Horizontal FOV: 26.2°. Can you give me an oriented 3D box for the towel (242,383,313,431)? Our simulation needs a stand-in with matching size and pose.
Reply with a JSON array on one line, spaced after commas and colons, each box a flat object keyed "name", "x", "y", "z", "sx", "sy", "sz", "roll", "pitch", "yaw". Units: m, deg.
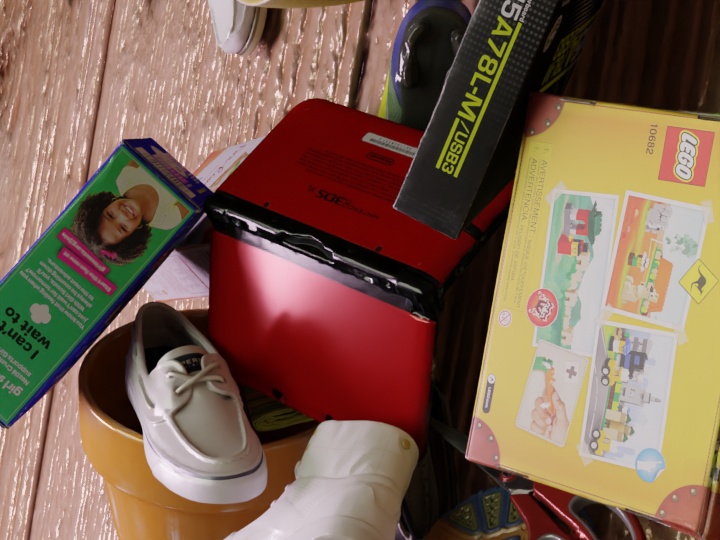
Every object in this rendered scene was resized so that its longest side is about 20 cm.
[{"name": "towel", "x": -0.053, "y": 0.050, "z": 1.144, "sx": 0.200, "sy": 0.085, "sz": 0.018, "roll": -114, "pitch": 13, "yaw": -60}]

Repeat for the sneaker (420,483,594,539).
[{"name": "sneaker", "x": 0.071, "y": 0.196, "z": 0.947, "sx": 0.199, "sy": 0.088, "sz": 0.076, "roll": -27, "pitch": 27, "yaw": 34}]

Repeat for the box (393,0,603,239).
[{"name": "box", "x": 0.097, "y": -0.134, "z": 0.872, "sx": 0.195, "sy": 0.047, "sz": 0.200, "roll": -70, "pitch": -11, "yaw": 22}]

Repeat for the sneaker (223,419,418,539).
[{"name": "sneaker", "x": -0.038, "y": 0.164, "z": 0.985, "sx": 0.199, "sy": 0.074, "sz": 0.116, "roll": -29, "pitch": 26, "yaw": 40}]

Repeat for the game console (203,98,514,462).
[{"name": "game console", "x": 0.000, "y": 0.000, "z": 1.025, "sx": 0.199, "sy": 0.119, "sz": 0.173, "roll": 22, "pitch": 59, "yaw": 36}]

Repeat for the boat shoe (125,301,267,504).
[{"name": "boat shoe", "x": -0.112, "y": 0.082, "z": 1.028, "sx": 0.200, "sy": 0.071, "sz": 0.066, "roll": -127, "pitch": 34, "yaw": -60}]

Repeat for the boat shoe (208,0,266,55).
[{"name": "boat shoe", "x": -0.128, "y": -0.285, "z": 1.389, "sx": 0.075, "sy": 0.068, "sz": 0.202, "roll": -40, "pitch": 50, "yaw": 50}]

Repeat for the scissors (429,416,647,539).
[{"name": "scissors", "x": 0.101, "y": 0.124, "z": 0.908, "sx": 0.073, "sy": 0.014, "sz": 0.200, "roll": -34, "pitch": 32, "yaw": 1}]

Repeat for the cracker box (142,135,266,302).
[{"name": "cracker box", "x": -0.104, "y": -0.044, "z": 1.249, "sx": 0.134, "sy": 0.058, "sz": 0.199, "roll": -51, "pitch": 21, "yaw": -23}]

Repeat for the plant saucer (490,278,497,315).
[{"name": "plant saucer", "x": 0.131, "y": 0.028, "z": 0.908, "sx": 0.199, "sy": 0.031, "sz": 0.202, "roll": -20, "pitch": 66, "yaw": 57}]

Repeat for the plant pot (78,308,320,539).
[{"name": "plant pot", "x": -0.112, "y": 0.157, "z": 1.168, "sx": 0.200, "sy": 0.198, "sz": 0.185, "roll": -132, "pitch": 40, "yaw": -54}]

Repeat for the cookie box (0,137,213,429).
[{"name": "cookie box", "x": -0.198, "y": 0.003, "z": 1.107, "sx": 0.200, "sy": 0.075, "sz": 0.171, "roll": -49, "pitch": 5, "yaw": 3}]

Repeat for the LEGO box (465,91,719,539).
[{"name": "LEGO box", "x": 0.148, "y": 0.018, "z": 0.789, "sx": 0.148, "sy": 0.077, "sz": 0.202, "roll": 14, "pitch": 95, "yaw": 41}]

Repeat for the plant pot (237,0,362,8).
[{"name": "plant pot", "x": 0.001, "y": -0.273, "z": 1.097, "sx": 0.200, "sy": 0.141, "sz": 0.202, "roll": -24, "pitch": 62, "yaw": 57}]

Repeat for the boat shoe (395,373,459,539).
[{"name": "boat shoe", "x": 0.027, "y": 0.094, "z": 1.033, "sx": 0.060, "sy": 0.073, "sz": 0.202, "roll": -22, "pitch": 67, "yaw": 57}]

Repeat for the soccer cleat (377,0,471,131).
[{"name": "soccer cleat", "x": 0.037, "y": -0.097, "z": 1.093, "sx": 0.084, "sy": 0.064, "sz": 0.202, "roll": -75, "pitch": 1, "yaw": -66}]
